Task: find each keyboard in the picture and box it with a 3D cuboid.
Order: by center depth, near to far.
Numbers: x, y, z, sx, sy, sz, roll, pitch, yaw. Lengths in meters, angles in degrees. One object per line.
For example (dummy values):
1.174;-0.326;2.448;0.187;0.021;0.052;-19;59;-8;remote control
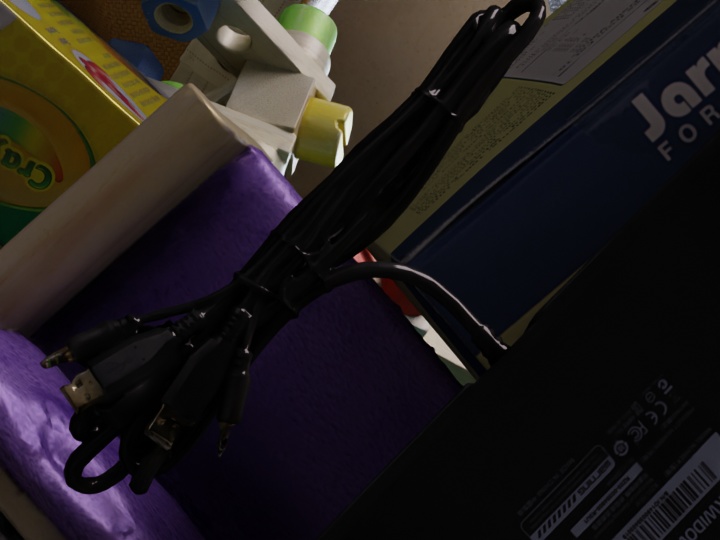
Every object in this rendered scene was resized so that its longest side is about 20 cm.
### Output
0.029;0.023;0.490;0.127;0.200;0.021;48;-12;-12;keyboard

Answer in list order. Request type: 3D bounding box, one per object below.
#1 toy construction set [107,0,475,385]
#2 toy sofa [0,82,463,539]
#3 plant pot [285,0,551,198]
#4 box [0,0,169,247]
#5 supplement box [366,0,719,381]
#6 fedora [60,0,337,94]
0.000;0.000;0.854;0.200;0.092;0.131;39;-40;-1;toy construction set
0.001;0.063;0.608;0.200;0.083;0.098;50;3;9;toy sofa
0.013;-0.038;1.164;0.200;0.187;0.187;62;3;-5;plant pot
-0.110;-0.065;0.724;0.200;0.048;0.117;40;5;-2;box
0.111;0.023;0.623;0.200;0.134;0.200;49;0;-5;supplement box
-0.045;-0.105;0.970;0.082;0.201;0.201;34;6;-5;fedora
